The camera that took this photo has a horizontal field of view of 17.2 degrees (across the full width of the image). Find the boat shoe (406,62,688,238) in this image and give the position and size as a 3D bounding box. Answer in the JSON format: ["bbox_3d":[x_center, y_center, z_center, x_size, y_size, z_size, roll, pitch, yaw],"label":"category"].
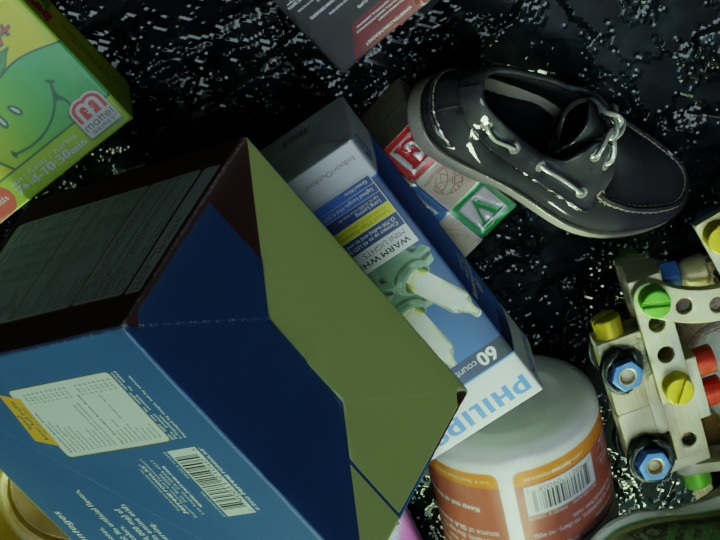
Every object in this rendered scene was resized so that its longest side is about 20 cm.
[{"bbox_3d":[0.122,-0.070,1.362,0.199,0.073,0.063,18,157,-31],"label":"boat shoe"}]

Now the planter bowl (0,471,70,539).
[{"bbox_3d":[-0.171,0.153,1.457,0.198,0.084,0.202,-4,119,-7],"label":"planter bowl"}]

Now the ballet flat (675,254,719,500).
[{"bbox_3d":[0.235,0.085,1.493,0.068,0.067,0.201,-18,120,-3],"label":"ballet flat"}]

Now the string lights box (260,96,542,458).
[{"bbox_3d":[0.007,0.012,1.350,0.102,0.059,0.200,-33,117,11],"label":"string lights box"}]

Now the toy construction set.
[{"bbox_3d":[0.208,0.060,1.414,0.130,0.092,0.202,-20,97,-2],"label":"toy construction set"}]

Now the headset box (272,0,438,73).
[{"bbox_3d":[-0.009,-0.218,1.277,0.149,0.077,0.200,-39,119,14],"label":"headset box"}]

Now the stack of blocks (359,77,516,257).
[{"bbox_3d":[0.000,0.000,1.412,0.115,0.059,0.200,36,108,-25],"label":"stack of blocks"}]

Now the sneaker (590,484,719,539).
[{"bbox_3d":[0.206,0.187,1.434,0.199,0.089,0.077,-23,125,-19],"label":"sneaker"}]

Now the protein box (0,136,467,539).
[{"bbox_3d":[-0.093,0.061,1.272,0.199,0.135,0.199,-12,127,47],"label":"protein box"}]

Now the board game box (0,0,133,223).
[{"bbox_3d":[-0.228,-0.131,1.308,0.101,0.048,0.200,-36,118,12],"label":"board game box"}]

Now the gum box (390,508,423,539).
[{"bbox_3d":[0.005,0.168,1.410,0.066,0.200,0.114,-26,97,-1],"label":"gum box"}]

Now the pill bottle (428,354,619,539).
[{"bbox_3d":[0.108,0.163,1.491,0.111,0.112,0.201,-14,121,-1],"label":"pill bottle"}]
